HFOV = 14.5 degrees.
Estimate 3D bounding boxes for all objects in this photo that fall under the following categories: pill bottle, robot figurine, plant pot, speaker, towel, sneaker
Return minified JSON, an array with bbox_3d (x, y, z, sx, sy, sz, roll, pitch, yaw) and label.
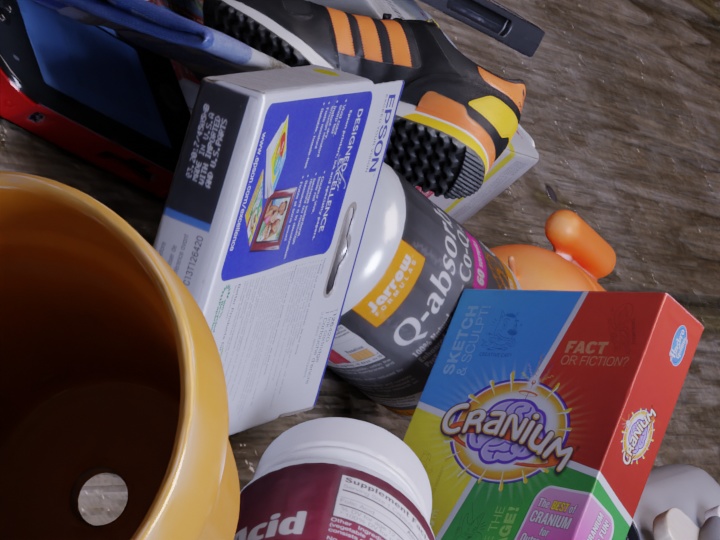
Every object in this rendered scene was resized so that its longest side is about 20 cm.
[{"bbox_3d":[-0.022,0.165,1.416,0.114,0.114,0.200,52,23,-19],"label":"pill bottle"},{"bbox_3d":[0.111,0.046,1.820,0.117,0.144,0.200,60,10,18],"label":"robot figurine"},{"bbox_3d":[-0.137,0.081,1.200,0.183,0.200,0.200,50,19,-67],"label":"plant pot"},{"bbox_3d":[0.181,0.175,1.888,0.081,0.081,0.200,65,22,10],"label":"speaker"},{"bbox_3d":[0.000,0.000,1.661,0.200,0.116,0.116,37,32,-45],"label":"pill bottle"},{"bbox_3d":[-0.085,-0.119,1.566,0.147,0.024,0.200,23,0,32],"label":"towel"},{"bbox_3d":[0.004,-0.123,1.686,0.200,0.070,0.090,30,56,10],"label":"sneaker"}]

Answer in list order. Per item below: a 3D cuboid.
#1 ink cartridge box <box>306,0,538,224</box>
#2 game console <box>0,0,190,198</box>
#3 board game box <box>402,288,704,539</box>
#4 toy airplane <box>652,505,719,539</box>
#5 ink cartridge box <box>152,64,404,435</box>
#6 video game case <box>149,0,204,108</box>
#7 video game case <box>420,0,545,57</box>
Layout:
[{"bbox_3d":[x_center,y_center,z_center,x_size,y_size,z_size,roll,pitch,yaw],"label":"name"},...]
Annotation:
[{"bbox_3d":[0.024,-0.107,1.816,0.145,0.083,0.200,52,12,11],"label":"ink cartridge box"},{"bbox_3d":[-0.165,-0.138,1.586,0.200,0.031,0.177,28,39,-54],"label":"game console"},{"bbox_3d":[0.089,0.106,1.566,0.040,0.153,0.200,40,62,-38],"label":"board game box"},{"bbox_3d":[0.267,0.241,1.833,0.200,0.141,0.199,-6,86,-47],"label":"toy airplane"},{"bbox_3d":[-0.054,-0.009,1.491,0.047,0.198,0.200,19,12,17],"label":"ink cartridge box"},{"bbox_3d":[-0.103,-0.176,1.784,0.143,0.017,0.200,25,41,-56],"label":"video game case"},{"bbox_3d":[0.006,-0.215,1.917,0.200,0.026,0.181,33,7,30],"label":"video game case"}]
